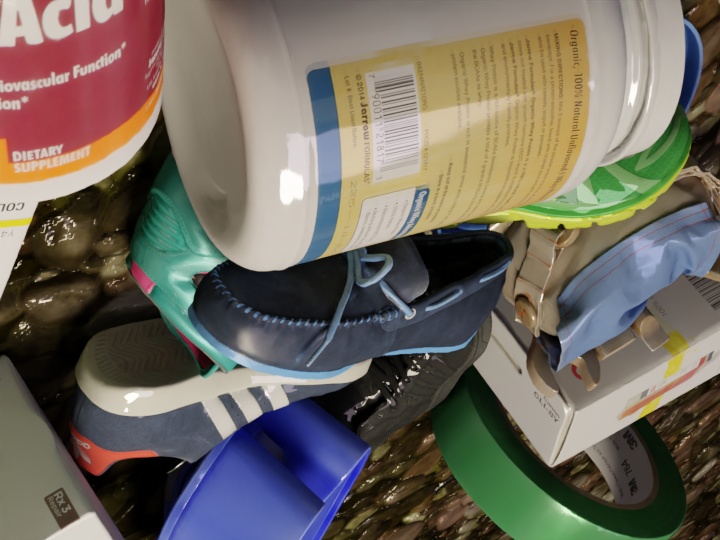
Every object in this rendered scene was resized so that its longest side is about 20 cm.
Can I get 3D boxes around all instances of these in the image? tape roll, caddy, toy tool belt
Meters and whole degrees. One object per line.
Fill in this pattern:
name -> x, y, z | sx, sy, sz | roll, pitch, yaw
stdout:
tape roll -> 0.147, 0.133, 1.019 | 0.200, 0.201, 0.048 | -1, 135, -48
caddy -> -0.080, 0.157, 0.897 | 0.141, 0.105, 0.201 | -47, 168, -52
toy tool belt -> 0.133, 0.009, 0.807 | 0.200, 0.123, 0.125 | -35, 162, -10

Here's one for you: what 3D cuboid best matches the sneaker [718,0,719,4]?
sneaker -> 0.215, -0.203, 0.767 | 0.074, 0.089, 0.201 | -14, 128, 8

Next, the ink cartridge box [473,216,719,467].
ink cartridge box -> 0.173, 0.020, 0.947 | 0.199, 0.145, 0.084 | -25, 150, -21

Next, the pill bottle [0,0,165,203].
pill bottle -> -0.118, -0.127, 0.441 | 0.114, 0.114, 0.201 | -23, 148, -25

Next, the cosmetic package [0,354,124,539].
cosmetic package -> -0.181, 0.150, 0.770 | 0.081, 0.113, 0.200 | -31, 149, -12

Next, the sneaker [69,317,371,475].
sneaker -> -0.083, 0.070, 0.796 | 0.199, 0.075, 0.085 | -5, 130, -40

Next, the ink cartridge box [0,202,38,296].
ink cartridge box -> -0.231, 0.015, 0.555 | 0.147, 0.076, 0.201 | -7, 137, -43

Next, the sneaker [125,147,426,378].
sneaker -> -0.048, 0.003, 0.733 | 0.199, 0.084, 0.121 | 19, 114, -48

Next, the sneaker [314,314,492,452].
sneaker -> 0.017, 0.074, 0.932 | 0.104, 0.060, 0.200 | -26, 156, -26

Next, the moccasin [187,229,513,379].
moccasin -> 0.000, 0.000, 0.667 | 0.199, 0.080, 0.068 | -9, 139, -53

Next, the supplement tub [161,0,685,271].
supplement tub -> 0.023, -0.089, 0.597 | 0.199, 0.145, 0.145 | -14, 144, -20

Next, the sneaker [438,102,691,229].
sneaker -> 0.091, -0.070, 0.723 | 0.199, 0.074, 0.084 | -8, 135, -18

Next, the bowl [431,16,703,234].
bowl -> 0.119, -0.086, 0.843 | 0.200, 0.039, 0.201 | -28, 149, -18
